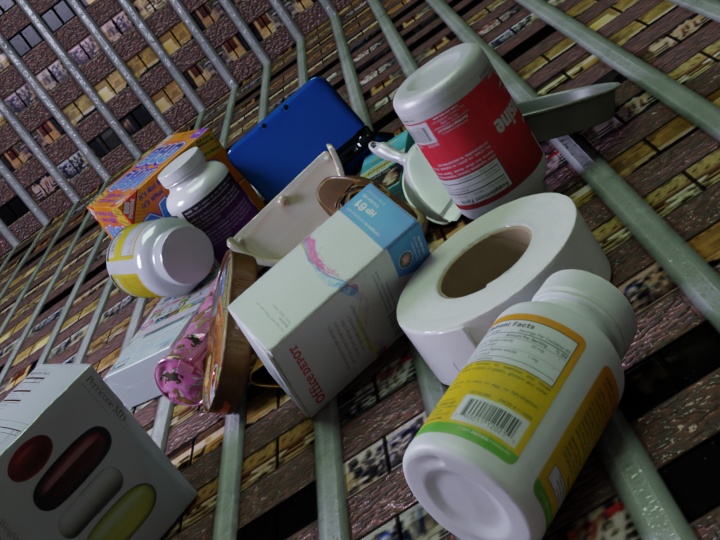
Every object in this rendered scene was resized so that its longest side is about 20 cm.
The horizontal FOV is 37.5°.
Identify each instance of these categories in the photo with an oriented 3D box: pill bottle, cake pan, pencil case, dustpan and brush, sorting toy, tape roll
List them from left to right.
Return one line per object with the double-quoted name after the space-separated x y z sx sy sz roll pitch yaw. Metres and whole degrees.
-0.287 -0.018 1.534 0.112 0.113 0.199 -45 21 -24 "pill bottle"
-0.193 0.087 1.372 0.081 0.088 0.201 0 37 24 "pencil case"
-0.218 -0.084 1.615 0.111 0.201 0.113 -30 21 13 "pill bottle"
-0.079 -0.077 1.532 0.200 0.107 0.180 -42 4 6 "sorting toy"
0.083 -0.138 1.371 0.198 0.058 0.140 31 71 27 "dustpan and brush"
0.129 -0.130 1.133 0.111 0.201 0.113 -31 21 13 "pill bottle"
0.132 0.017 0.997 0.201 0.071 0.203 -32 21 13 "tape roll"
0.126 0.095 0.776 0.110 0.112 0.200 -10 32 51 "pill bottle"
0.212 -0.180 1.251 0.197 0.037 0.200 -15 10 3 "cake pan"

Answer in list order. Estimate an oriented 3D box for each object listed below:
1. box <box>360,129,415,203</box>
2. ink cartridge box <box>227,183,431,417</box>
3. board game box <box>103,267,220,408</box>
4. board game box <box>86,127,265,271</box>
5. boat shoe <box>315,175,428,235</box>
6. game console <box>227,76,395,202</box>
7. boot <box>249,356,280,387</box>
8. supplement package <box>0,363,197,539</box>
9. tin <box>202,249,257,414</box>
0.041 -0.125 1.492 0.081 0.049 0.201 -30 21 19 "box"
-0.022 0.033 1.090 0.200 0.145 0.084 -42 55 -13 "ink cartridge box"
-0.255 0.089 1.498 0.146 0.065 0.201 -23 25 34 "board game box"
-0.297 -0.091 1.764 0.200 0.201 0.199 -43 22 -19 "board game box"
0.003 -0.086 1.349 0.199 0.067 0.073 29 88 48 "boat shoe"
-0.071 -0.187 1.610 0.199 0.119 0.170 -35 -8 21 "game console"
-0.102 0.081 1.251 0.199 0.071 0.145 -16 29 39 "boot"
-0.316 0.234 1.093 0.146 0.192 0.200 -7 36 52 "supplement package"
-0.154 0.072 1.259 0.112 0.041 0.203 120 156 -58 "tin"
